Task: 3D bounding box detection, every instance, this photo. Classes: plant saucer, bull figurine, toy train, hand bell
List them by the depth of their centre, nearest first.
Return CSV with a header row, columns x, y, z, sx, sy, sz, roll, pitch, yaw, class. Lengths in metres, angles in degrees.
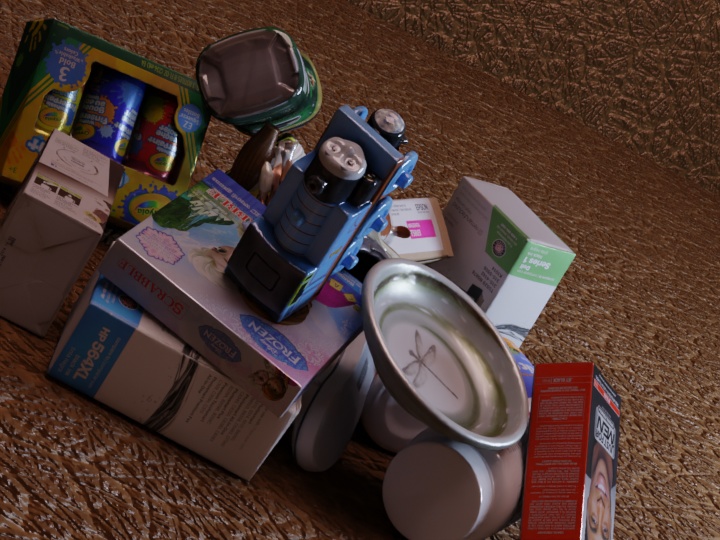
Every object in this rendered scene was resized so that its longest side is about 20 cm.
x,y,z,sx,sy,sz,roll,pitch,yaw,class
-0.030,-0.050,1.513,0.087,0.200,0.114,42,41,9,toy train
0.064,0.083,1.620,0.200,0.050,0.200,34,32,-25,plant saucer
-0.024,-0.072,1.777,0.065,0.122,0.200,0,9,39,bull figurine
-0.134,-0.058,1.806,0.104,0.200,0.104,30,17,-10,hand bell

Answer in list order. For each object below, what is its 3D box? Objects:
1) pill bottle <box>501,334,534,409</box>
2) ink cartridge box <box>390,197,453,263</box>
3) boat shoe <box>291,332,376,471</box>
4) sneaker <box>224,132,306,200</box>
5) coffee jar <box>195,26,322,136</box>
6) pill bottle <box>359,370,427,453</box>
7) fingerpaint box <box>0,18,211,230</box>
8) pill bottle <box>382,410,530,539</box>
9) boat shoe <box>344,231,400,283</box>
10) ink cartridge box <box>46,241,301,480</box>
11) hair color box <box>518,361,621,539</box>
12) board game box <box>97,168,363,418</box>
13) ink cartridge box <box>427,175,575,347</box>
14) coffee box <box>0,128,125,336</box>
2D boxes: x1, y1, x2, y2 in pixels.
x,y,z,sx,sy,sz,roll,pitch,yaw,class
0.155,0.158,1.868,0.112,0.112,0.200,21,19,-34,pill bottle
-0.015,-0.024,1.983,0.200,0.165,0.075,-6,81,-65,ink cartridge box
-0.044,0.104,1.696,0.086,0.075,0.202,5,44,19,boat shoe
-0.122,-0.072,1.943,0.076,0.200,0.075,52,47,-11,sneaker
-0.098,-0.186,1.830,0.200,0.104,0.085,16,58,-85,coffee jar
0.029,0.088,1.843,0.112,0.112,0.200,23,18,-27,pill bottle
-0.263,-0.141,1.850,0.200,0.167,0.073,22,-8,-32,fingerpaint box
0.102,0.189,1.682,0.113,0.113,0.200,38,17,18,pill bottle
0.000,0.000,1.727,0.072,0.065,0.200,-2,-28,7,boat shoe
-0.156,0.078,1.583,0.200,0.084,0.146,31,18,-10,ink cartridge box
0.193,0.194,1.671,0.061,0.200,0.102,-3,-24,24,hair color box
-0.098,0.014,1.585,0.200,0.041,0.200,38,30,4,board game box
0.132,0.018,2.076,0.084,0.200,0.146,13,24,-40,ink cartridge box
-0.280,-0.038,1.642,0.080,0.113,0.200,29,18,-12,coffee box
